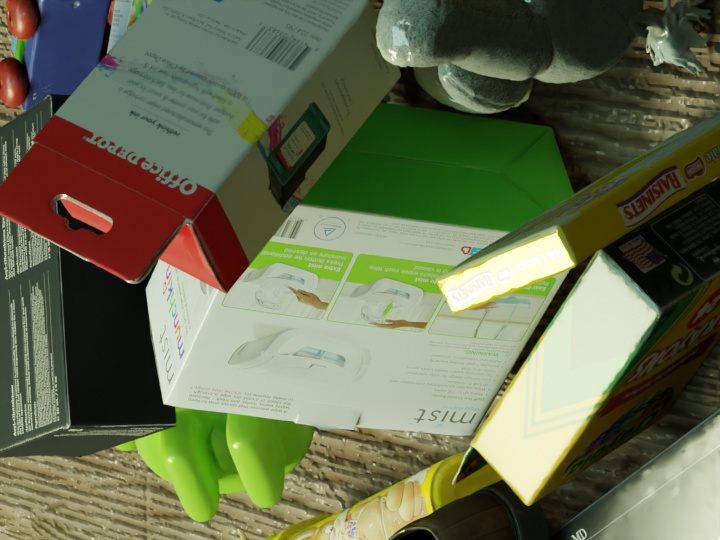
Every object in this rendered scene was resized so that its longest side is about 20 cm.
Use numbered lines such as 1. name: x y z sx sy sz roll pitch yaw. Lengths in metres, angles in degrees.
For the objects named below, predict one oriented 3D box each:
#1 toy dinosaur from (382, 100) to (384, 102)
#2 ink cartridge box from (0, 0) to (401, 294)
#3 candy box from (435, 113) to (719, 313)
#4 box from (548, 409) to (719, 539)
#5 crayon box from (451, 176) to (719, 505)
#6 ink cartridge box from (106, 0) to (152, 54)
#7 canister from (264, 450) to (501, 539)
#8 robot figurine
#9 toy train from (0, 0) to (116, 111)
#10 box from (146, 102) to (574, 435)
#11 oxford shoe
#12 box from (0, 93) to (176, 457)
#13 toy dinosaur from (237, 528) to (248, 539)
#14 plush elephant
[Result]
1. toy dinosaur: -0.017 -0.143 1.610 0.060 0.106 0.202 10 117 56
2. ink cartridge box: -0.086 -0.070 1.408 0.116 0.200 0.067 26 156 32
3. candy box: 0.136 -0.039 1.366 0.102 0.199 0.027 -21 97 52
4. box: 0.198 0.162 1.442 0.200 0.079 0.142 -44 69 49
5. crayon box: 0.139 0.046 1.448 0.051 0.127 0.200 46 136 17
6. ink cartridge box: -0.130 -0.145 1.730 0.119 0.042 0.202 -161 82 -69
7. canister: 0.032 0.204 1.673 0.200 0.086 0.149 -32 77 50
8. robot figurine: -0.088 0.059 1.717 0.116 0.174 0.201 67 -168 -45
9. toy train: -0.207 -0.209 1.824 0.201 0.084 0.116 108 146 -51
10. box: 0.000 0.000 1.537 0.177 0.198 0.097 117 151 -42
11. oxford shoe: 0.027 0.183 1.540 0.073 0.084 0.200 60 146 21
12. box: -0.180 0.007 1.661 0.141 0.078 0.202 -19 72 57
13. toy dinosaur: -0.034 0.280 1.820 0.200 0.060 0.107 44 109 27
14. plush elephant: 0.073 -0.160 1.432 0.154 0.199 0.166 16 83 52
